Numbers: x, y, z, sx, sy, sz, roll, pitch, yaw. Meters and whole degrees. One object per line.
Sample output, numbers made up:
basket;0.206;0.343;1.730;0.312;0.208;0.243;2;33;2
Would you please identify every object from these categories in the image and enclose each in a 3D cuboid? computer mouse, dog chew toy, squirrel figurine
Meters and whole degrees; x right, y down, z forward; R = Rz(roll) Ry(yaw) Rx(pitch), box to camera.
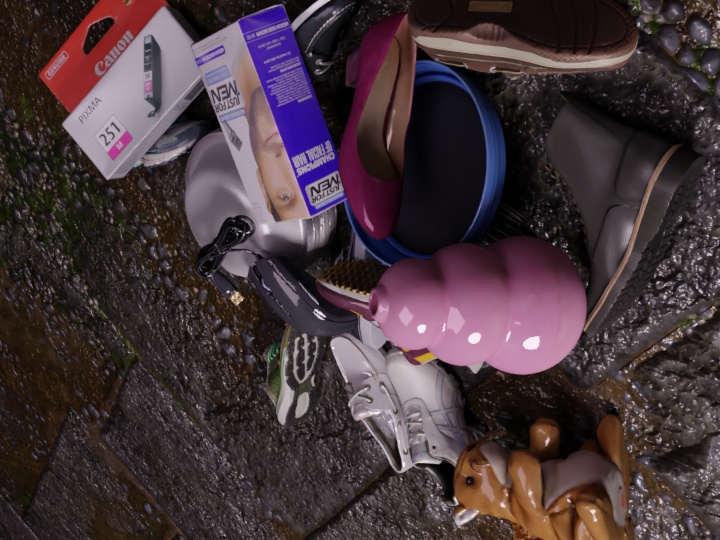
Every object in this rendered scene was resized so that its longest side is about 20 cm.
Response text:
computer mouse;-0.107;0.031;0.995;0.199;0.046;0.140;40;141;-19
dog chew toy;0.102;0.031;0.769;0.124;0.196;0.127;-179;90;-69
squirrel figurine;0.196;0.260;0.936;0.184;0.142;0.202;-6;124;29

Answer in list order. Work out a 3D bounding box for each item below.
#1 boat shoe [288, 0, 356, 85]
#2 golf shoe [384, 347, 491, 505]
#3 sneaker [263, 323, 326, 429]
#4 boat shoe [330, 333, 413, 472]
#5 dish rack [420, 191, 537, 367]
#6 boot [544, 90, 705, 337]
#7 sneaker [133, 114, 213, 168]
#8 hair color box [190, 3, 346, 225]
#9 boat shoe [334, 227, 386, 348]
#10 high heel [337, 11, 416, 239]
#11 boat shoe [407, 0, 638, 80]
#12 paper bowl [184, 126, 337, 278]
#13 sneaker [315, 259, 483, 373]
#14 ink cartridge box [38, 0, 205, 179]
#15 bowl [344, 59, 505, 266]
boat shoe;-0.052;-0.225;0.898;0.061;0.075;0.199;55;149;-3
golf shoe;0.085;0.185;1.025;0.201;0.097;0.078;53;138;1
sneaker;-0.105;0.124;1.170;0.088;0.076;0.203;35;132;29
boat shoe;0.018;0.164;1.086;0.070;0.069;0.202;-31;94;48
dish rack;0.113;-0.001;0.913;0.152;0.054;0.202;31;131;19
boot;0.214;-0.053;0.791;0.138;0.077;0.203;38;129;27
sneaker;-0.269;-0.181;1.104;0.197;0.077;0.088;-1;113;40
hair color box;-0.093;-0.154;0.881;0.108;0.064;0.203;-2;114;54
boat shoe;0.000;0.000;1.001;0.067;0.072;0.203;21;136;26
high heel;0.024;-0.136;0.801;0.096;0.066;0.204;-25;69;57
boat shoe;0.143;-0.205;0.756;0.199;0.076;0.075;16;164;22
paper bowl;-0.133;-0.075;1.037;0.198;0.104;0.204;22;130;28
sneaker;0.041;0.053;0.903;0.197;0.075;0.092;15;121;24
ink cartridge box;-0.290;-0.243;1.039;0.200;0.044;0.174;-42;87;16
bowl;0.060;-0.101;0.846;0.199;0.039;0.205;1;91;47
